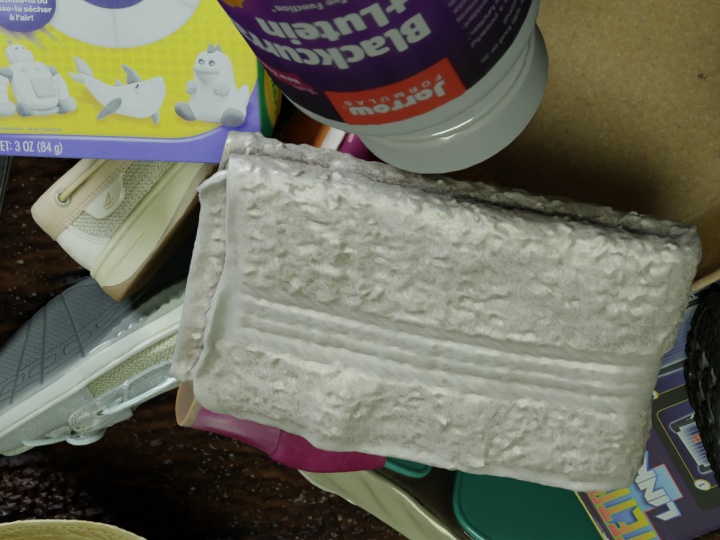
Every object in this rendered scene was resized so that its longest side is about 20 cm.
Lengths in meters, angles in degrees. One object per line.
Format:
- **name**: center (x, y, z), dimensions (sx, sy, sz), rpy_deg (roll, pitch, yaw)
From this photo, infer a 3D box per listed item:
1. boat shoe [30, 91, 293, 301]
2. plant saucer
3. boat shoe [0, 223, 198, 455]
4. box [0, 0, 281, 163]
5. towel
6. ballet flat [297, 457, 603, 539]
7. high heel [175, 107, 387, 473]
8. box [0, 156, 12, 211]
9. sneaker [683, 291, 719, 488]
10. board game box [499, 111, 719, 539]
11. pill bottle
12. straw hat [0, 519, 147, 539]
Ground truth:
- **boat shoe**: center (-0.064, -0.080, 1.254), dimensions (0.065, 0.072, 0.200), rpy_deg (41, 109, 5)
- **plant saucer**: center (0.097, -0.086, 1.206), dimensions (0.200, 0.035, 0.201), rpy_deg (5, 103, 21)
- **boat shoe**: center (-0.087, 0.032, 1.322), dimensions (0.202, 0.074, 0.065), rpy_deg (-31, 116, 11)
- **box**: center (-0.093, -0.136, 1.144), dimensions (0.117, 0.048, 0.200), rpy_deg (2, 123, 7)
- **towel**: center (0.027, 0.019, 1.193), dimensions (0.199, 0.035, 0.133), rpy_deg (10, 129, -2)
- **ballet flat**: center (0.028, 0.098, 1.364), dimensions (0.200, 0.070, 0.070), rpy_deg (34, 118, -13)
- **high heel**: center (0.000, 0.000, 1.244), dimensions (0.096, 0.067, 0.200), rpy_deg (15, 115, -18)
- **box**: center (-0.259, -0.031, 1.318), dimensions (0.199, 0.036, 0.143), rpy_deg (14, 120, -5)
- **sneaker**: center (0.196, 0.081, 1.276), dimensions (0.088, 0.077, 0.200), rpy_deg (-21, 123, 2)
- **board game box**: center (0.143, 0.014, 1.303), dimensions (0.165, 0.057, 0.200), rpy_deg (-22, 117, 19)
- **pill bottle**: center (0.001, -0.117, 1.080), dimensions (0.111, 0.112, 0.200), rpy_deg (-16, 149, 14)
- **straw hat**: center (-0.149, 0.177, 1.405), dimensions (0.200, 0.085, 0.202), rpy_deg (-1, 119, -2)
